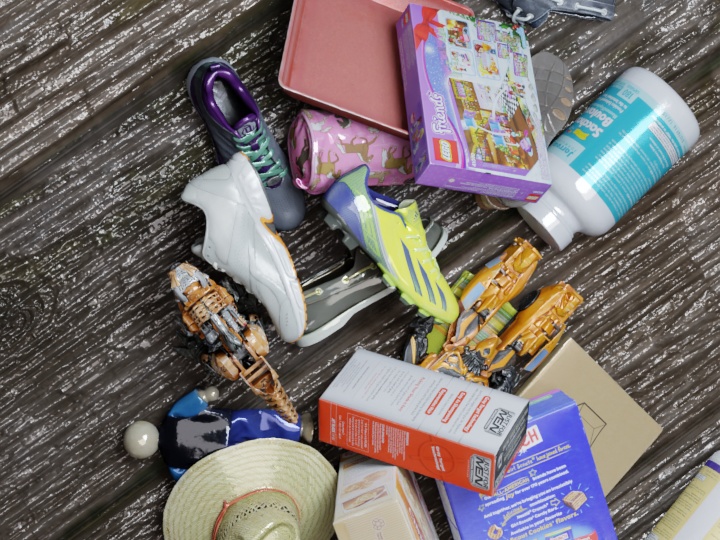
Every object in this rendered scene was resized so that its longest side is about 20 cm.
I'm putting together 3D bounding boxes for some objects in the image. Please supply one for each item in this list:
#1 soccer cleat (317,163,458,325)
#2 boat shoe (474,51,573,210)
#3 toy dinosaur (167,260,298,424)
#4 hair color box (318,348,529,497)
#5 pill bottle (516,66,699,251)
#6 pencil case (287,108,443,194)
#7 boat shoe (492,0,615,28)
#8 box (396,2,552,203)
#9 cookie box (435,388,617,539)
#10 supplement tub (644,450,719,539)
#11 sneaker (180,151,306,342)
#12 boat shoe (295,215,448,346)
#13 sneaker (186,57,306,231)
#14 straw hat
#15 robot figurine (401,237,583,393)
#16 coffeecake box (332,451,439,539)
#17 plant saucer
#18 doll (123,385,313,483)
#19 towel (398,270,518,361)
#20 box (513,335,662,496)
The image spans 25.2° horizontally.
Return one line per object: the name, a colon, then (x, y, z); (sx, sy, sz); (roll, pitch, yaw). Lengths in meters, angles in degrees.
soccer cleat: (0.044, -0.024, 1.637); (0.084, 0.065, 0.200); (-46, 112, -1)
boat shoe: (0.166, -0.149, 1.711); (0.076, 0.072, 0.201); (37, 58, -19)
toy dinosaur: (-0.136, 0.077, 1.655); (0.101, 0.136, 0.202); (-18, 101, -11)
hair color box: (0.065, 0.156, 1.675); (0.198, 0.102, 0.062); (16, 127, 21)
pill bottle: (0.261, -0.115, 1.731); (0.200, 0.111, 0.111); (-45, 105, -4)
pencil case: (0.020, -0.128, 1.674); (0.198, 0.083, 0.087); (-4, 57, -23)
boat shoe: (0.181, -0.293, 1.713); (0.198, 0.072, 0.069); (-1, 97, -20)
box: (0.112, -0.169, 1.619); (0.136, 0.039, 0.202); (9, 57, -22)
cookie box: (0.180, 0.255, 1.759); (0.170, 0.075, 0.202); (-20, 102, -9)
supplement tub: (0.399, 0.320, 1.806); (0.145, 0.145, 0.200); (40, 88, -15)
sneaker: (-0.119, -0.014, 1.633); (0.091, 0.076, 0.202); (-22, 101, -4)
boat shoe: (0.001, 0.001, 1.709); (0.201, 0.072, 0.061); (-35, 109, -2)
sneaker: (-0.117, -0.124, 1.656); (0.074, 0.088, 0.201); (-33, 103, -6)
straw hat: (-0.107, 0.279, 1.689); (0.199, 0.085, 0.203); (-5, 116, -11)
robot figurine: (0.140, 0.070, 1.740); (0.145, 0.058, 0.200); (43, 87, -15)
coffeecake box: (0.033, 0.282, 1.684); (0.072, 0.200, 0.155); (-20, 102, 6)
plant saucer: (0.015, -0.221, 1.652); (0.198, 0.037, 0.201); (19, 53, -14)
doll: (-0.153, 0.188, 1.711); (0.198, 0.048, 0.138); (5, 103, -13)
towel: (0.090, 0.104, 1.771); (0.086, 0.018, 0.201); (37, 89, -14)
box: (0.223, 0.201, 1.813); (0.163, 0.021, 0.200); (43, 87, -14)
